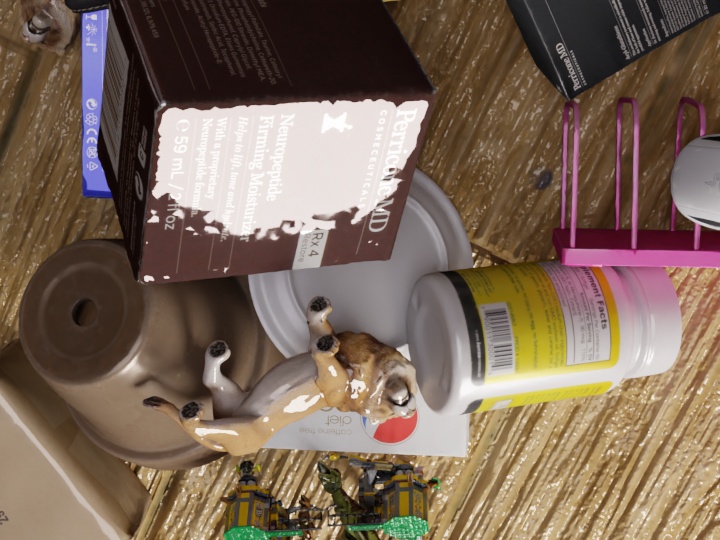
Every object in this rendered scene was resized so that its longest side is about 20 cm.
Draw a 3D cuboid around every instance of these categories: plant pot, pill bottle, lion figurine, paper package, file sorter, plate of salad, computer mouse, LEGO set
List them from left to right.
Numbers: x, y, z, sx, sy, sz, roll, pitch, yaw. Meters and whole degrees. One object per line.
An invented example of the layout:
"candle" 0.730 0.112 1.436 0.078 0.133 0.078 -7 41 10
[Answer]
"paper package" -0.322 0.196 1.133 0.190 0.103 0.200 -37 97 11
"lion figurine" -0.284 -0.283 1.047 0.200 0.072 0.122 56 145 8
"plant pot" -0.179 0.053 1.016 0.199 0.175 0.201 -4 76 16
"lion figurine" -0.056 0.096 0.980 0.199 0.073 0.123 -19 141 -1
"LEGO set" -0.021 0.195 1.085 0.199 0.116 0.154 -10 137 13
"plate of salad" 0.000 0.000 1.067 0.199 0.048 0.201 3 83 -19
"pill bottle" 0.147 0.048 1.022 0.199 0.114 0.115 -6 102 -17
"file sorter" 0.256 -0.072 1.002 0.199 0.139 0.126 1 99 5
"computer mouse" 0.322 -0.050 0.907 0.199 0.044 0.110 7 98 4

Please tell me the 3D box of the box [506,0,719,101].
"box" 0.168 -0.252 0.956 0.141 0.079 0.200 -31 123 1

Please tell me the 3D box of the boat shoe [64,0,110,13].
"boat shoe" -0.130 -0.216 0.976 0.199 0.074 0.061 -20 116 -27

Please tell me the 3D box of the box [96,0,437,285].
"box" -0.078 -0.110 0.934 0.199 0.165 0.166 -6 135 -21

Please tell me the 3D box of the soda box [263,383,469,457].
"soda box" -0.005 0.116 1.104 0.199 0.064 0.069 2 102 6

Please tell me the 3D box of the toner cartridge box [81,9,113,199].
"toner cartridge box" -0.196 -0.165 1.049 0.043 0.095 0.201 4 103 5
